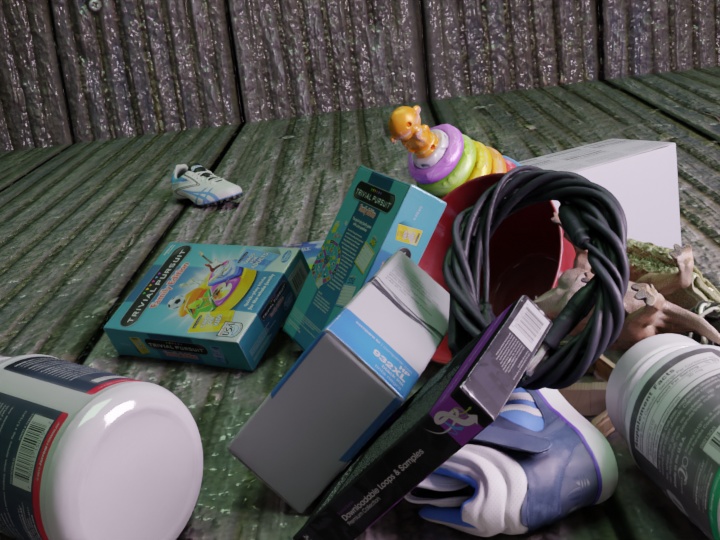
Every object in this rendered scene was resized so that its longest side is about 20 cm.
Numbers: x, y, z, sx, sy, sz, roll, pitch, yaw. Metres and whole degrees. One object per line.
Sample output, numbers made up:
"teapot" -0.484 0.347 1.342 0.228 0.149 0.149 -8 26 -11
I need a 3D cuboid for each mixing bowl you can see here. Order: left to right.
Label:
"mixing bowl" 0.145 0.014 1.061 0.108 0.202 0.199 27 -10 -41

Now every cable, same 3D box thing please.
"cable" 0.137 -0.004 0.832 0.162 0.202 0.051 -19 -38 41

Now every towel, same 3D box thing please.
"towel" 0.289 0.020 1.044 0.037 0.148 0.200 -50 29 -7

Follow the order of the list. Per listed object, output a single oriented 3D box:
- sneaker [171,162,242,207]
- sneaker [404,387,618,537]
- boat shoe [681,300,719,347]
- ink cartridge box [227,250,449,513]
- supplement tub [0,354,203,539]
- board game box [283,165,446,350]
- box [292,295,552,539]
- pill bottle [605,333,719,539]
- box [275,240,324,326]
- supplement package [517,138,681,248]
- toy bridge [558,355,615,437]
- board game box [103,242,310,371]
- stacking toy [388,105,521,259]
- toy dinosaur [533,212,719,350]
"sneaker" -0.293 -0.161 1.975 0.071 0.073 0.199 -19 21 -39
"sneaker" 0.087 0.134 0.818 0.145 0.082 0.200 -9 22 -22
"boat shoe" 0.302 0.062 0.891 0.063 0.071 0.200 31 -9 -1
"ink cartridge box" -0.006 0.087 0.886 0.084 0.145 0.200 40 26 3
"supplement tub" -0.232 0.143 0.817 0.198 0.142 0.140 8 22 40
"board game box" 0.000 0.000 1.102 0.047 0.202 0.151 25 3 -23
"box" 0.044 0.115 0.755 0.200 0.036 0.143 -46 -1 34
"pill bottle" 0.255 0.120 0.738 0.112 0.115 0.200 -9 17 -8
"box" -0.086 0.015 1.340 0.120 0.048 0.200 -8 18 -3
"supplement package" 0.270 -0.060 1.252 0.198 0.158 0.111 -15 16 -27
"toy bridge" 0.207 0.113 0.933 0.066 0.028 0.200 -1 18 14
"board game box" -0.175 0.036 1.214 0.198 0.047 0.152 3 44 31
"stacking toy" 0.092 -0.111 1.126 0.116 0.199 0.110 -50 38 4
"toy dinosaur" 0.208 0.039 0.889 0.198 0.137 0.086 13 46 14
